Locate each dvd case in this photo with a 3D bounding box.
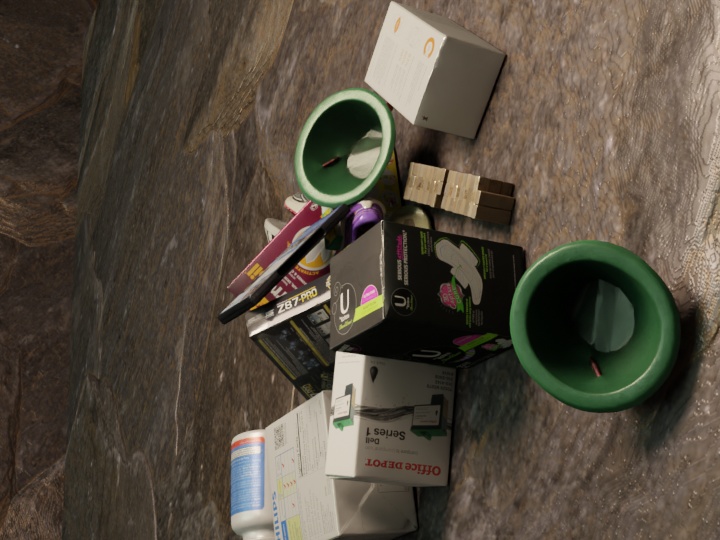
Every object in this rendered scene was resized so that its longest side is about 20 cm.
[{"bbox_3d":[-0.106,-0.008,1.636,0.200,0.018,0.143,-46,8,-27],"label":"dvd case"}]

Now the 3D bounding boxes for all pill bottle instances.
[{"bbox_3d":[-0.153,0.367,1.906,0.112,0.112,0.201,-41,45,53],"label":"pill bottle"}]

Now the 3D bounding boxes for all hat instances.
[{"bbox_3d":[0.022,-0.165,1.728,0.165,0.176,0.201,22,89,34],"label":"hat"},{"bbox_3d":[0.259,0.049,1.258,0.200,0.176,0.166,40,107,21],"label":"hat"}]

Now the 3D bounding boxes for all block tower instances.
[{"bbox_3d":[0.128,-0.103,1.560,0.200,0.058,0.054,24,102,62],"label":"block tower"}]

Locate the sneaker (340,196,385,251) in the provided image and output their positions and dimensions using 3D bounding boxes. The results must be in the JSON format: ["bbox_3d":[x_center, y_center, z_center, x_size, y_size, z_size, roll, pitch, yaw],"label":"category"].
[{"bbox_3d":[0.000,0.000,1.658,0.084,0.080,0.201,-101,9,-66],"label":"sneaker"}]

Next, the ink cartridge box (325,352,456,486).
[{"bbox_3d":[0.042,0.175,1.533,0.084,0.146,0.201,-14,69,60],"label":"ink cartridge box"}]

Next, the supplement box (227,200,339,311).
[{"bbox_3d":[-0.092,-0.008,1.799,0.200,0.110,0.086,-46,-2,2],"label":"supplement box"}]

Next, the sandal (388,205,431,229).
[{"bbox_3d":[0.070,-0.015,1.607,0.057,0.079,0.202,90,172,-54],"label":"sandal"}]

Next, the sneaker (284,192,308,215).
[{"bbox_3d":[-0.060,-0.100,1.941,0.075,0.081,0.200,-52,25,-8],"label":"sneaker"}]

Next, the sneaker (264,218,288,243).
[{"bbox_3d":[-0.137,-0.020,2.033,0.200,0.073,0.112,-131,55,-73],"label":"sneaker"}]

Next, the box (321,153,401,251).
[{"bbox_3d":[-0.002,-0.119,1.762,0.048,0.117,0.201,129,143,-53],"label":"box"}]

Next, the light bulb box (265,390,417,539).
[{"bbox_3d":[-0.032,0.287,1.651,0.200,0.124,0.199,-38,54,55],"label":"light bulb box"}]

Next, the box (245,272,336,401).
[{"bbox_3d":[-0.039,0.094,1.607,0.161,0.200,0.049,-27,47,10],"label":"box"}]

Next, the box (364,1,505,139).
[{"bbox_3d":[0.098,-0.279,1.636,0.125,0.097,0.200,-70,27,19],"label":"box"}]

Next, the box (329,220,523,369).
[{"bbox_3d":[0.079,0.035,1.441,0.148,0.199,0.125,-34,51,56],"label":"box"}]
